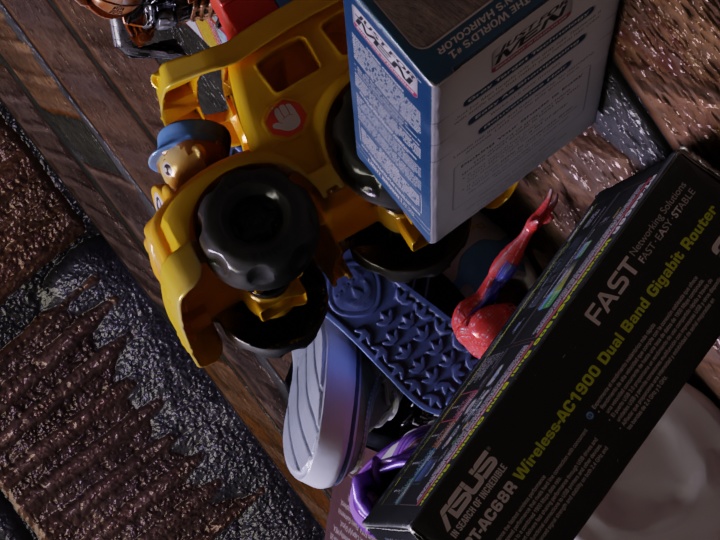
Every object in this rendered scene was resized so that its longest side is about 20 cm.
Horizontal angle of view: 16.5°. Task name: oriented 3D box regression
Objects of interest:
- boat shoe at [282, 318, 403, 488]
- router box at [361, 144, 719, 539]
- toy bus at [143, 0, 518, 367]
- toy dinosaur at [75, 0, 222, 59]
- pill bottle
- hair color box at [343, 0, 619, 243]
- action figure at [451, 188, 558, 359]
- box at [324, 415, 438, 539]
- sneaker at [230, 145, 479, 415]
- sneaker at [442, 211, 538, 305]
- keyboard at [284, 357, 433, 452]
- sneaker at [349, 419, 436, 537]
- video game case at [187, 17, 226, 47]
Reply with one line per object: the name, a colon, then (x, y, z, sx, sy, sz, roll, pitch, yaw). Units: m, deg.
boat shoe: (-0.004, 0.059, 1.422, 0.062, 0.072, 0.200, 19, -151, -9)
router box: (0.089, 0.050, 1.079, 0.062, 0.200, 0.150, 36, 172, -2)
toy bus: (-0.043, -0.075, 1.279, 0.192, 0.200, 0.136, 57, 170, 17)
toy dinosaur: (-0.129, -0.186, 1.395, 0.102, 0.136, 0.200, 24, -163, 38)
pill bottle: (0.146, 0.130, 1.377, 0.111, 0.111, 0.200, 49, 170, 12)
hair color box: (0.051, -0.090, 1.043, 0.061, 0.100, 0.200, 50, 170, 14)
action figure: (0.110, 0.021, 1.329, 0.065, 0.099, 0.200, 45, -169, 18)
box: (0.074, 0.207, 1.573, 0.164, 0.165, 0.201, -152, 70, -67)
sneaker: (0.000, 0.000, 1.376, 0.200, 0.070, 0.078, 51, -174, 4)
sneaker: (0.077, 0.038, 1.478, 0.081, 0.076, 0.200, 41, 168, 34)
keyboard: (0.006, 0.063, 1.557, 0.104, 0.040, 0.200, 31, -153, -4)
sneaker: (0.027, 0.120, 1.388, 0.200, 0.083, 0.081, 157, 114, -71)
video game case: (-0.107, -0.188, 1.667, 0.200, 0.017, 0.143, 46, 169, 33)
